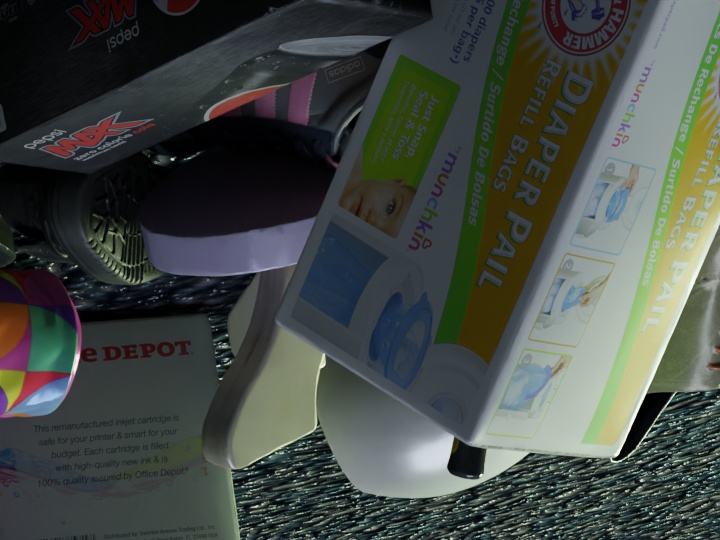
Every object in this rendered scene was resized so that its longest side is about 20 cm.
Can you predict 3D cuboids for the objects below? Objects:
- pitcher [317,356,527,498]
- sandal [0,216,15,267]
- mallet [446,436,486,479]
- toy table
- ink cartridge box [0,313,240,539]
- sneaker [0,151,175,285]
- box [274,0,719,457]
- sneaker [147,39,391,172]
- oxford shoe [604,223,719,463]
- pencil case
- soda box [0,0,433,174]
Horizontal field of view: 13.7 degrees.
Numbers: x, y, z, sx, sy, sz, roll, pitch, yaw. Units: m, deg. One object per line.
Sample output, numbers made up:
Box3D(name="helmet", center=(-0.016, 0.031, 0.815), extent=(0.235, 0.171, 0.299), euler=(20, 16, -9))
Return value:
Box3D(name="pitcher", center=(0.081, 0.055, 1.776), extent=(0.200, 0.122, 0.172), euler=(-23, 178, 11))
Box3D(name="sandal", center=(-0.217, -0.013, 1.428), extent=(0.075, 0.048, 0.200), euler=(-13, 166, 16))
Box3D(name="mallet", center=(0.062, -0.015, 1.250), extent=(0.041, 0.201, 0.066), euler=(11, -169, -13))
Box3D(name="toy table", center=(0.000, 0.000, 1.322), extent=(0.200, 0.117, 0.184), euler=(-20, -157, -25))
Box3D(name="ink cartridge box", center=(-0.161, 0.138, 1.752), extent=(0.145, 0.201, 0.145), euler=(-3, 167, -20))
Box3D(name="sneaker", center=(-0.127, -0.027, 1.359), extent=(0.104, 0.060, 0.200), euler=(6, 180, 20))
Box3D(name="box", center=(0.071, -0.043, 1.137), extent=(0.112, 0.200, 0.101), euler=(30, -167, 36))
Box3D(name="sneaker", center=(-0.022, -0.068, 1.260), extent=(0.200, 0.082, 0.070), euler=(-20, 162, 39))
Box3D(name="oxford shoe", center=(0.144, 0.006, 1.207), extent=(0.070, 0.075, 0.200), euler=(-15, 157, -38))
Box3D(name="pencil case", center=(-0.245, 0.037, 1.537), extent=(0.200, 0.089, 0.088), euler=(1, 163, -33))
Box3D(name="soda box", center=(-0.068, -0.098, 1.156), extent=(0.200, 0.064, 0.071), euler=(-21, 162, 41))
